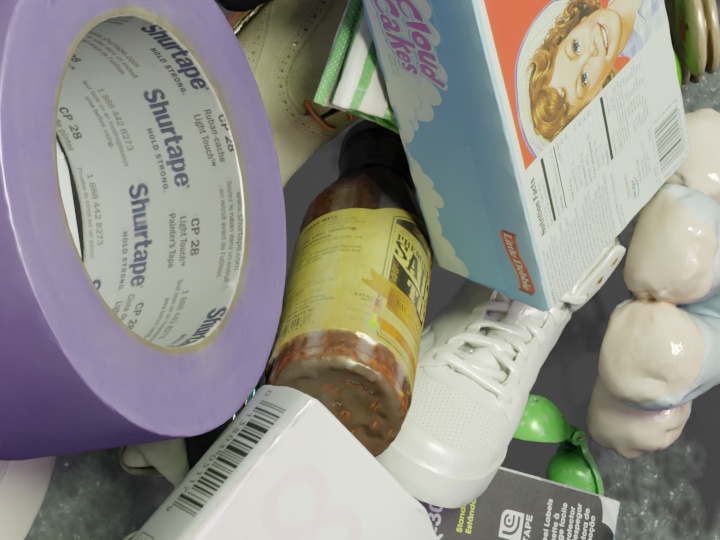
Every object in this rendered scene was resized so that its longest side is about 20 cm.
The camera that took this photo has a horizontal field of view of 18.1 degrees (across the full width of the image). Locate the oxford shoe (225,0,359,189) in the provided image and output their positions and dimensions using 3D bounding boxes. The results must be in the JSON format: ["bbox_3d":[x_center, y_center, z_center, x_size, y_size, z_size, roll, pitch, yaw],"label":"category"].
[{"bbox_3d":[-0.017,-0.092,1.002,0.071,0.074,0.200,29,91,-55],"label":"oxford shoe"}]

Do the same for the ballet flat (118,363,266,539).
[{"bbox_3d":[-0.070,0.101,0.971,0.073,0.073,0.201,4,80,-41],"label":"ballet flat"}]

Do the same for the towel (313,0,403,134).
[{"bbox_3d":[0.067,-0.122,1.005,0.200,0.023,0.153,11,99,-53],"label":"towel"}]

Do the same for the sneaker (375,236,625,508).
[{"bbox_3d":[0.061,0.022,1.023,0.074,0.116,0.200,31,24,2],"label":"sneaker"}]

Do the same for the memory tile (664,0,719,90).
[{"bbox_3d":[0.155,-0.195,1.169,0.017,0.153,0.201,-7,91,-1],"label":"memory tile"}]

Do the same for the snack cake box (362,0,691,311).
[{"bbox_3d":[0.069,-0.096,0.947,0.115,0.067,0.200,-45,139,-27],"label":"snack cake box"}]

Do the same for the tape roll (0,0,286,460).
[{"bbox_3d":[-0.114,-0.029,0.892,0.200,0.085,0.201,32,53,-56],"label":"tape roll"}]

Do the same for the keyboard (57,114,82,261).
[{"bbox_3d":[-0.142,-0.048,0.948,0.056,0.011,0.201,-4,85,-63],"label":"keyboard"}]

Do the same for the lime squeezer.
[{"bbox_3d":[0.093,0.108,1.140,0.200,0.038,0.071,40,61,-33],"label":"lime squeezer"}]

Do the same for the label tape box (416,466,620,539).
[{"bbox_3d":[0.019,0.155,1.038,0.200,0.066,0.144,19,77,-35],"label":"label tape box"}]

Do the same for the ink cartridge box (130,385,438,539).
[{"bbox_3d":[-0.019,0.169,0.919,0.200,0.057,0.163,46,74,-22],"label":"ink cartridge box"}]

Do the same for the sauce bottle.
[{"bbox_3d":[0.000,0.000,1.002,0.066,0.066,0.200,50,29,-27],"label":"sauce bottle"}]

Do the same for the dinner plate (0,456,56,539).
[{"bbox_3d":[-0.196,0.049,0.896,0.200,0.024,0.201,4,85,-41],"label":"dinner plate"}]

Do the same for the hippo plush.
[{"bbox_3d":[0.206,0.032,1.103,0.200,0.160,0.160,85,23,-65],"label":"hippo plush"}]

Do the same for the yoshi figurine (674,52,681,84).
[{"bbox_3d":[0.120,-0.149,1.144,0.112,0.112,0.201,11,81,-47],"label":"yoshi figurine"}]

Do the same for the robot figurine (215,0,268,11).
[{"bbox_3d":[-0.066,-0.198,0.915,0.125,0.200,0.151,19,66,-32],"label":"robot figurine"}]
